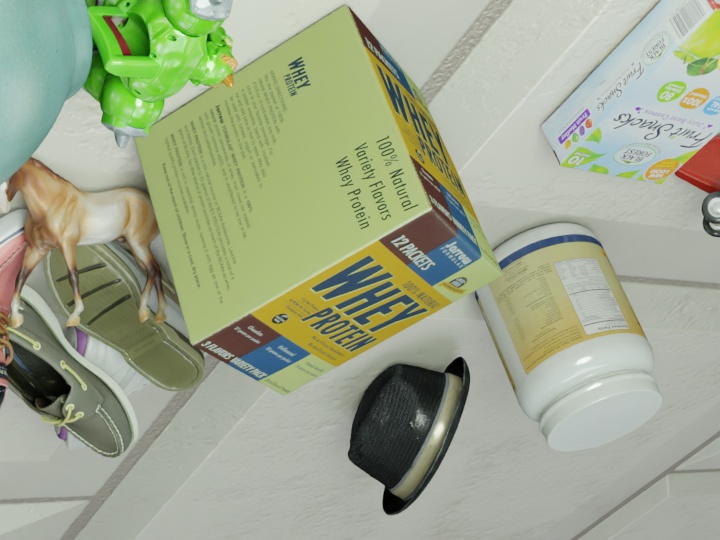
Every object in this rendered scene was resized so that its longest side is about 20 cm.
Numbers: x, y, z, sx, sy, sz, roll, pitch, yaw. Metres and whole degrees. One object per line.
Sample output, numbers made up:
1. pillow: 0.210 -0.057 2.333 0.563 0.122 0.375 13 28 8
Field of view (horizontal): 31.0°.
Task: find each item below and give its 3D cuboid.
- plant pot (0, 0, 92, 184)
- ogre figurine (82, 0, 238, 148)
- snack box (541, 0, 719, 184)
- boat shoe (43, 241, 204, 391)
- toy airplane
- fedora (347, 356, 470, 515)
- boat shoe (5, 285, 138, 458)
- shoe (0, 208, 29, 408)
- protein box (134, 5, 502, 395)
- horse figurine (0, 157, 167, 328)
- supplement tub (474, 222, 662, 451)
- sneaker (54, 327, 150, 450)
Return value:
1. plant pot: -0.244 -0.136 0.758 0.134 0.200 0.200 -31 163 -41
2. ogre figurine: -0.134 -0.163 0.822 0.200 0.120 0.098 -34 147 24
3. snack box: 0.275 -0.162 1.134 0.142 0.053 0.200 7 141 -37
4. boat shoe: -0.206 0.023 1.135 0.075 0.068 0.200 -23 130 14
5. toy airplane: 0.431 -0.097 1.246 0.199 0.141 0.200 15 170 -27
6. fedora: 0.044 0.175 1.481 0.092 0.201 0.201 25 137 -7
7. boat shoe: -0.270 0.100 1.143 0.072 0.060 0.202 -17 123 26
8. shoe: -0.300 0.052 1.031 0.200 0.091 0.071 -50 163 -5
9. protein box: -0.035 -0.049 0.988 0.200 0.199 0.135 -30 148 15
10. horse figurine: -0.205 -0.022 1.035 0.200 0.133 0.050 0 176 -38
11. supplement tub: 0.211 0.068 1.324 0.144 0.200 0.144 -15 150 -9
12. sneaker: -0.242 0.113 1.252 0.100 0.075 0.200 -2 146 -26
